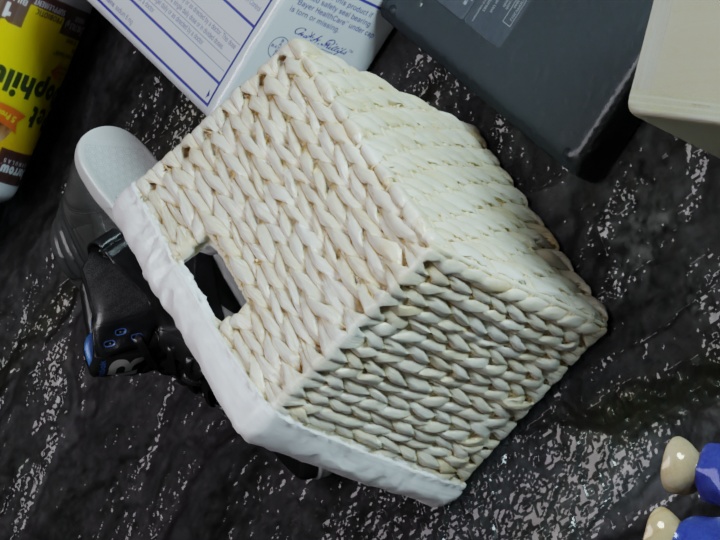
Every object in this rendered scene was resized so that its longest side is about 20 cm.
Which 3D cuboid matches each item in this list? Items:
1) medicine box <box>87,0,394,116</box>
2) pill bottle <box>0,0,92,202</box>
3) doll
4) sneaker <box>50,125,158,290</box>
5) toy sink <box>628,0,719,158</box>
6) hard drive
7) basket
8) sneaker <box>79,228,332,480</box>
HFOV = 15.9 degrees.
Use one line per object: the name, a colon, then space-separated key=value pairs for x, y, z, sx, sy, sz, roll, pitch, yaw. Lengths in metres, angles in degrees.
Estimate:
medicine box: x=-0.060 y=-0.209 z=1.655 sx=0.182 sy=0.103 sz=0.200 roll=44 pitch=106 yaw=39
pill bottle: x=-0.271 y=-0.123 z=1.808 sx=0.109 sy=0.109 sz=0.201 roll=27 pitch=96 yaw=42
doll: x=0.245 y=0.140 z=1.325 sx=0.199 sy=0.048 sz=0.137 roll=6 pitch=72 yaw=35
sneaker: x=-0.135 y=0.011 z=1.688 sx=0.200 sy=0.071 sz=0.099 roll=57 pitch=146 yaw=15
toy sink: x=0.263 y=-0.107 z=1.330 sx=0.199 sy=0.130 sz=0.113 roll=11 pitch=84 yaw=43
hard drive: x=0.111 y=-0.161 z=1.541 sx=0.200 sy=0.033 sz=0.140 roll=44 pitch=106 yaw=40
basket: x=0.000 y=0.000 z=1.479 sx=0.161 sy=0.200 sz=0.198 roll=-47 pitch=52 yaw=18
sneaker: x=-0.105 y=0.061 z=1.584 sx=0.200 sy=0.112 sz=0.073 roll=58 pitch=159 yaw=17
